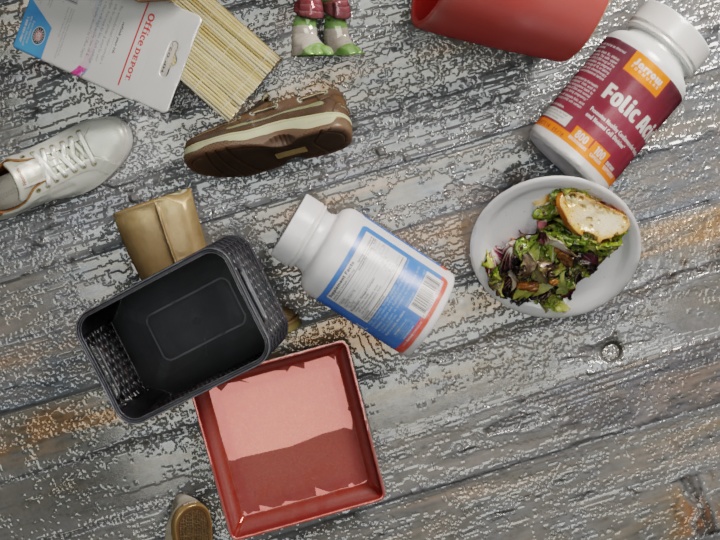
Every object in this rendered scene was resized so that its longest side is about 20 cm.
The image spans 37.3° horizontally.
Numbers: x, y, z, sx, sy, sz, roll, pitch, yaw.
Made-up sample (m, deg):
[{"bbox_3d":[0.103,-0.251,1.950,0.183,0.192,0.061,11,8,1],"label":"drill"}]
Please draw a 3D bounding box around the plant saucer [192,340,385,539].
[{"bbox_3d":[-0.086,0.201,1.286,0.196,0.037,0.204,-15,98,-1],"label":"plant saucer"}]

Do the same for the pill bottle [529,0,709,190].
[{"bbox_3d":[0.295,-0.197,1.213,0.114,0.114,0.201,39,94,-6],"label":"pill bottle"}]

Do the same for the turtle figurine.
[{"bbox_3d":[-0.018,-0.337,1.170,0.195,0.144,0.198,-2,101,2],"label":"turtle figurine"}]

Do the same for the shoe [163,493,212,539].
[{"bbox_3d":[-0.208,0.369,1.299,0.069,0.053,0.204,-6,103,-34],"label":"shoe"}]

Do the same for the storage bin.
[{"bbox_3d":[-0.195,0.064,1.181,0.197,0.094,0.137,-26,95,12],"label":"storage bin"}]

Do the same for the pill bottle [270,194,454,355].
[{"bbox_3d":[0.000,0.000,1.227,0.198,0.112,0.113,33,95,-5],"label":"pill bottle"}]

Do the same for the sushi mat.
[{"bbox_3d":[-0.191,-0.267,1.212,0.199,0.012,0.096,41,95,8],"label":"sushi mat"}]

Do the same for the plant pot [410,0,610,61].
[{"bbox_3d":[0.173,-0.328,1.163,0.174,0.200,0.204,20,96,-14],"label":"plant pot"}]

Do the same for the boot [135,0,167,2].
[{"bbox_3d":[-0.248,-0.376,1.149,0.163,0.073,0.203,9,56,-4],"label":"boot"}]

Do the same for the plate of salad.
[{"bbox_3d":[0.224,-0.017,1.228,0.196,0.048,0.203,4,128,5],"label":"plate of salad"}]

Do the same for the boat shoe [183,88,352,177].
[{"bbox_3d":[-0.107,-0.163,1.233,0.198,0.075,0.076,-9,64,5],"label":"boat shoe"}]

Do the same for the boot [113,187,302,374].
[{"bbox_3d":[-0.177,0.002,1.244,0.172,0.066,0.204,-18,96,0],"label":"boot"}]

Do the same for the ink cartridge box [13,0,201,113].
[{"bbox_3d":[-0.269,-0.259,1.184,0.197,0.068,0.117,25,97,10],"label":"ink cartridge box"}]

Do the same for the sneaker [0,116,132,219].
[{"bbox_3d":[-0.350,-0.112,1.213,0.198,0.085,0.074,-30,96,0],"label":"sneaker"}]
